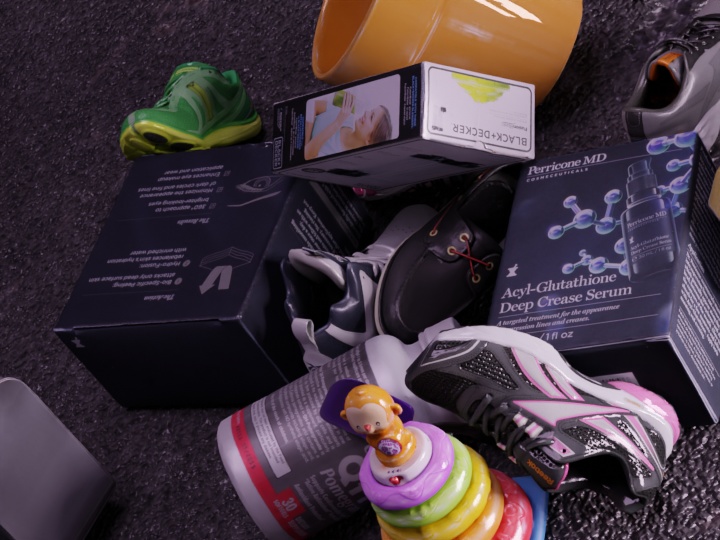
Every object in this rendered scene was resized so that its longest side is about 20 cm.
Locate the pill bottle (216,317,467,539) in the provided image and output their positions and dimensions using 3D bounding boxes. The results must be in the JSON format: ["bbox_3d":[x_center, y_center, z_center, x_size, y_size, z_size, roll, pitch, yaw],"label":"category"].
[{"bbox_3d":[0.001,0.117,1.524,0.200,0.111,0.111,-29,40,8],"label":"pill bottle"}]

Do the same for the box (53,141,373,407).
[{"bbox_3d":[-0.122,0.003,1.714,0.196,0.118,0.200,-4,48,33],"label":"box"}]

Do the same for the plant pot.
[{"bbox_3d":[0.081,-0.224,1.716,0.200,0.183,0.201,-160,90,-75],"label":"plant pot"}]

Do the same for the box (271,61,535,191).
[{"bbox_3d":[0.032,-0.111,1.596,0.200,0.116,0.060,-9,77,54],"label":"box"}]

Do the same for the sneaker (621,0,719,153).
[{"bbox_3d":[0.274,-0.167,1.637,0.074,0.079,0.200,7,54,41],"label":"sneaker"}]

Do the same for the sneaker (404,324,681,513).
[{"bbox_3d":[0.126,0.106,1.401,0.199,0.080,0.087,17,49,-2],"label":"sneaker"}]

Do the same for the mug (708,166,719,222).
[{"bbox_3d":[0.324,-0.072,1.441,0.153,0.187,0.150,-38,34,9],"label":"mug"}]

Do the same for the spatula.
[{"bbox_3d":[0.071,0.117,1.452,0.199,0.057,0.021,13,47,-9],"label":"spatula"}]

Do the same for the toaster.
[{"bbox_3d":[-0.316,0.171,1.644,0.180,0.200,0.119,2,49,46],"label":"toaster"}]

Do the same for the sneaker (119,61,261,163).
[{"bbox_3d":[-0.163,-0.145,1.844,0.074,0.084,0.200,-16,3,26],"label":"sneaker"}]

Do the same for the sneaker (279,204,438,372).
[{"bbox_3d":[0.000,0.000,1.623,0.079,0.130,0.199,10,58,38],"label":"sneaker"}]

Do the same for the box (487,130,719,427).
[{"bbox_3d":[0.190,0.013,1.499,0.148,0.107,0.200,-10,45,28],"label":"box"}]

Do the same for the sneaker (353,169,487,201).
[{"bbox_3d":[0.066,-0.096,1.722,0.200,0.087,0.074,-19,62,52],"label":"sneaker"}]

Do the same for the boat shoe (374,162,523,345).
[{"bbox_3d":[0.080,-0.016,1.601,0.201,0.074,0.063,-49,8,-33],"label":"boat shoe"}]

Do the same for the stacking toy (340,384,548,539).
[{"bbox_3d":[0.043,0.145,1.399,0.116,0.200,0.110,-8,47,27],"label":"stacking toy"}]
